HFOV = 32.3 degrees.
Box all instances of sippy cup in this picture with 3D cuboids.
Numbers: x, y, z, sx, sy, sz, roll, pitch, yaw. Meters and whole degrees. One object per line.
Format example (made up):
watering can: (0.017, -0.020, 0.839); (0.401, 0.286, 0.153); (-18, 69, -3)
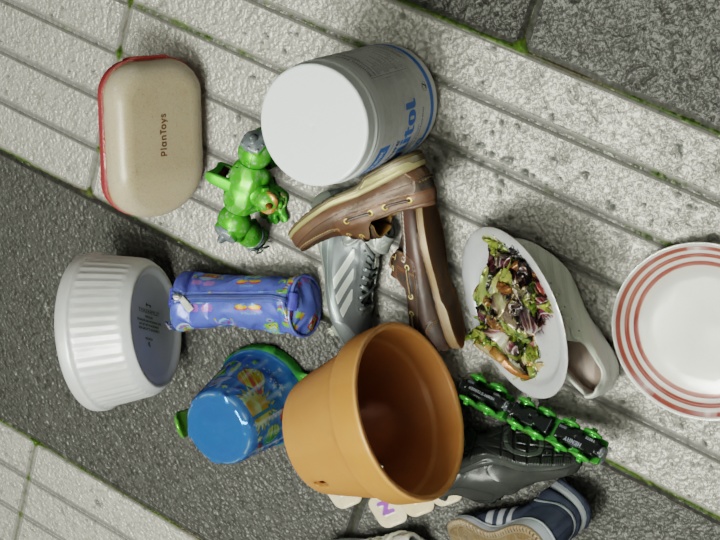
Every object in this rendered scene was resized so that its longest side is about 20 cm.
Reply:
sippy cup: (-0.148, 0.177, 1.568); (0.139, 0.130, 0.178); (41, 118, 9)

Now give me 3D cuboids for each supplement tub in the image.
supplement tub: (-0.007, -0.173, 1.352); (0.131, 0.200, 0.133); (8, 109, 23)

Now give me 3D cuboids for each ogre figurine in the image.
ogre figurine: (-0.121, -0.104, 1.475); (0.098, 0.120, 0.200); (45, 120, 7)

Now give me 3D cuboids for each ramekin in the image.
ramekin: (-0.300, 0.075, 1.580); (0.093, 0.202, 0.205); (-5, 103, 15)

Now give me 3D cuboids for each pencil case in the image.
pencil case: (-0.150, 0.041, 1.554); (0.198, 0.087, 0.079); (1, 84, 25)

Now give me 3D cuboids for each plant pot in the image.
plant pot: (0.005, 0.172, 1.410); (0.139, 0.200, 0.202); (-19, 97, 35)

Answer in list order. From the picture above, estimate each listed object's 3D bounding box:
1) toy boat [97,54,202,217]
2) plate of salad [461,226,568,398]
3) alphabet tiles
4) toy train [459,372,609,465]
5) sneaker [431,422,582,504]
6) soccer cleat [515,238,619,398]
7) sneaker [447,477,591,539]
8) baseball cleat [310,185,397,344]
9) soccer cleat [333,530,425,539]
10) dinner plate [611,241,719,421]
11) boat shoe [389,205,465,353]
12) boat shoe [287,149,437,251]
toy boat: (-0.275, -0.170, 1.548); (0.130, 0.129, 0.202); (24, 118, 51)
plate of salad: (0.160, 0.050, 1.372); (0.200, 0.048, 0.201); (50, 151, 41)
alphabet tiles: (0.034, 0.221, 1.530); (0.199, 0.015, 0.197); (-25, 108, 20)
toy train: (0.197, 0.171, 1.413); (0.199, 0.056, 0.042); (24, 79, 37)
sneaker: (0.167, 0.231, 1.471); (0.198, 0.076, 0.091); (-4, 125, 22)
soccer cleat: (0.218, 0.051, 1.380); (0.069, 0.077, 0.201); (-38, 87, 30)
sneaker: (0.193, 0.300, 1.481); (0.200, 0.108, 0.071); (-19, 100, 60)
baseball cleat: (0.000, 0.000, 1.477); (0.106, 0.070, 0.202); (-11, 101, 29)
soccer cleat: (0.034, 0.356, 1.565); (0.198, 0.070, 0.087); (6, 124, 16)
dinner plate: (0.370, 0.065, 1.341); (0.198, 0.024, 0.202); (7, 107, 24)
boat shoe: (0.067, 0.002, 1.443); (0.070, 0.070, 0.202); (-7, 102, 23)
boat shoe: (0.001, -0.063, 1.395); (0.199, 0.072, 0.068); (-28, 89, 32)
